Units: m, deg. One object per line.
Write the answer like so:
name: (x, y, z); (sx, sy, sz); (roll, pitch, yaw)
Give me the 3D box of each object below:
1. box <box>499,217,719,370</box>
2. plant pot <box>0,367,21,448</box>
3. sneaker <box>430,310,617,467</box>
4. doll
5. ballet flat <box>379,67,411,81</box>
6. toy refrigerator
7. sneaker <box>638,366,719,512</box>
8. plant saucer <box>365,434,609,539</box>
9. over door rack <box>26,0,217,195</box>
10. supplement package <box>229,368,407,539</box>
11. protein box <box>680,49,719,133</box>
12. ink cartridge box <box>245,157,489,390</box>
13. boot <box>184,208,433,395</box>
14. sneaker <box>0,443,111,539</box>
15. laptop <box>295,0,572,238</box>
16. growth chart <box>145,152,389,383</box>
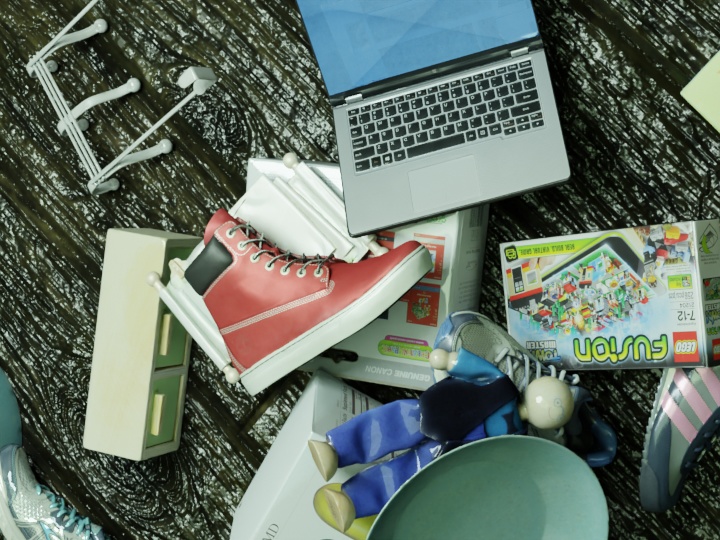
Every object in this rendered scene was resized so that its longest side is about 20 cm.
box: (0.198, 0.023, 1.151); (0.199, 0.034, 0.112); (-7, 88, 49)
plant pot: (-0.449, 0.164, 1.408); (0.198, 0.135, 0.203); (1, 91, 21)
sneaker: (0.136, 0.095, 1.144); (0.085, 0.200, 0.078); (1, 59, 49)
doll: (0.066, 0.128, 1.075); (0.198, 0.048, 0.138); (-20, 99, -11)
ballet flat: (0.075, -0.230, 1.221); (0.075, 0.064, 0.201); (38, 104, 26)
toy refrigerator: (-0.196, 0.066, 1.335); (0.069, 0.076, 0.203); (10, 95, 21)
sneaker: (0.278, 0.104, 1.147); (0.081, 0.070, 0.202); (18, 99, 24)
plant saucer: (0.085, 0.201, 1.062); (0.199, 0.039, 0.203); (-8, 115, -17)
over door rack: (-0.213, -0.182, 1.330); (0.200, 0.066, 0.149); (-39, 77, 40)
supplement package: (0.013, 0.210, 1.179); (0.199, 0.151, 0.153); (29, 103, -7)
protein box: (0.360, -0.147, 1.038); (0.135, 0.198, 0.200); (47, 107, 14)
ink cartridge box: (0.000, 0.000, 1.249); (0.198, 0.084, 0.178); (8, 97, 22)
boot: (-0.049, -0.006, 1.166); (0.199, 0.072, 0.145); (-31, 88, 25)
sneaker: (-0.284, 0.252, 1.387); (0.086, 0.078, 0.202); (-25, 89, 9)
laptop: (0.052, -0.158, 1.152); (0.185, 0.116, 0.202); (-14, 62, 13)
growth chart: (-0.079, 0.003, 1.228); (0.200, 0.018, 0.145); (-41, 79, 20)
